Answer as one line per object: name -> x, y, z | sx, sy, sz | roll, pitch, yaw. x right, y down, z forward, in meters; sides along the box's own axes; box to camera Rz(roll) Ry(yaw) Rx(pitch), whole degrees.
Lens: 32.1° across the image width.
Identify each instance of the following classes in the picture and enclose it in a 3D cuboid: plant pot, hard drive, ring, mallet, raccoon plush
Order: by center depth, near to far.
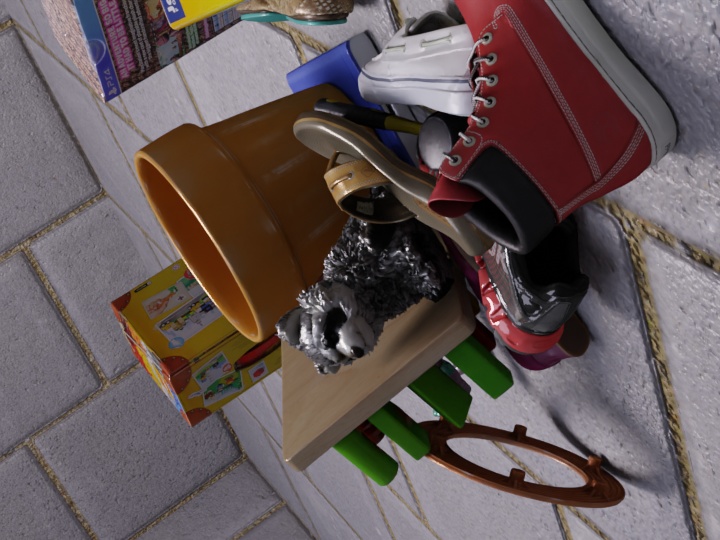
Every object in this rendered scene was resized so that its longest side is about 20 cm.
mallet -> 0.037, -0.110, 0.940 | 0.199, 0.065, 0.042 | 27, 117, 57
raccoon plush -> 0.000, 0.000, 1.025 | 0.097, 0.134, 0.201 | 46, -162, -17
ring -> 0.139, 0.164, 1.111 | 0.200, 0.198, 0.019 | 28, 105, 61
plant pot -> -0.075, -0.070, 1.133 | 0.201, 0.182, 0.201 | 50, 164, 20
hard drive -> -0.004, -0.142, 1.162 | 0.133, 0.025, 0.200 | 59, 165, -10

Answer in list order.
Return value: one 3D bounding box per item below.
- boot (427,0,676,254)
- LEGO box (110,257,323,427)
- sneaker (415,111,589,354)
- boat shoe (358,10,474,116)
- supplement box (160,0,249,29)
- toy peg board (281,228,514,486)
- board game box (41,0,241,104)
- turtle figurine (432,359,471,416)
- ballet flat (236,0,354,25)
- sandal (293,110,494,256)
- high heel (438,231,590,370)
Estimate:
boot -> 0.073, -0.112, 0.749 | 0.201, 0.143, 0.073 | 53, 166, 17
LEGO box -> -0.135, 0.043, 1.292 | 0.149, 0.199, 0.078 | 41, 157, 44
sneaker -> 0.109, -0.043, 0.931 | 0.202, 0.070, 0.098 | 65, 149, 15
boat shoe -> 0.056, -0.153, 0.901 | 0.200, 0.073, 0.068 | -157, 63, -62
supplement box -> -0.059, -0.246, 0.833 | 0.199, 0.108, 0.111 | -5, 110, 54
toy peg board -> 0.033, 0.073, 1.092 | 0.098, 0.200, 0.200 | 41, -160, -25
board game box -> -0.187, -0.277, 1.132 | 0.097, 0.199, 0.160 | 50, 164, 21
turtle figurine -> 0.039, 0.036, 1.218 | 0.201, 0.150, 0.100 | 50, 143, -11
ballet flat -> -0.057, -0.246, 1.078 | 0.199, 0.070, 0.066 | 22, 117, 61
sandal -> 0.013, -0.059, 0.915 | 0.199, 0.054, 0.080 | 37, 176, 33
high heel -> 0.101, 0.002, 1.033 | 0.201, 0.067, 0.096 | 55, 155, -5
